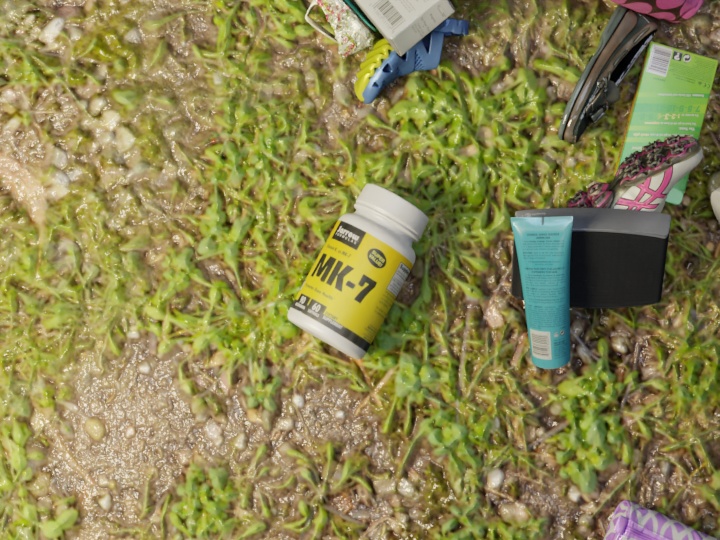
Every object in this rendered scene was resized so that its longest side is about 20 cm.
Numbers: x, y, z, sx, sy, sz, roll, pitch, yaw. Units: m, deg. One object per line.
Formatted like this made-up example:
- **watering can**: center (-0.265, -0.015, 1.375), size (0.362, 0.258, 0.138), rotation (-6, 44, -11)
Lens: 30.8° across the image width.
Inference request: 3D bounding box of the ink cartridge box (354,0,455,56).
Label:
- **ink cartridge box**: center (0.064, -0.398, 1.685), size (0.173, 0.044, 0.201), rotation (-38, 55, 4)

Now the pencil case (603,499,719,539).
- **pencil case**: center (0.403, 0.361, 1.647), size (0.198, 0.086, 0.085), rotation (22, 86, 3)

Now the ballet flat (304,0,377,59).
- **ballet flat**: center (-0.059, -0.364, 1.727), size (0.064, 0.076, 0.201), rotation (-41, 82, 14)

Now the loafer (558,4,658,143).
- **loafer**: center (0.324, -0.253, 1.711), size (0.062, 0.072, 0.202), rotation (25, 82, 14)

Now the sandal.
- **sandal**: center (0.072, -0.293, 1.718), size (0.087, 0.079, 0.200), rotation (41, 91, -16)

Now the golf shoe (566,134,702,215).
- **golf shoe**: center (0.359, -0.097, 1.683), size (0.199, 0.073, 0.092), rotation (-35, 112, 22)

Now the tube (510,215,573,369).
- **tube**: center (0.234, 0.025, 1.649), size (0.076, 0.051, 0.203), rotation (-3, 116, 9)

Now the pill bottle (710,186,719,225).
- **pill bottle**: center (0.558, -0.110, 1.678), size (0.198, 0.120, 0.121), rotation (-30, 85, -3)

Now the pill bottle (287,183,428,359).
- **pill bottle**: center (0.000, 0.000, 1.667), size (0.113, 0.114, 0.202), rotation (28, 85, 3)

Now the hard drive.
- **hard drive**: center (0.293, -0.012, 1.671), size (0.197, 0.043, 0.137), rotation (2, 120, 3)

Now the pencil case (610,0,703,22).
- **pencil case**: center (0.356, -0.387, 1.680), size (0.090, 0.198, 0.095), rotation (-37, 55, 37)

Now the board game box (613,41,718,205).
- **board game box**: center (0.402, -0.193, 1.731), size (0.094, 0.030, 0.203), rotation (16, 82, 2)
